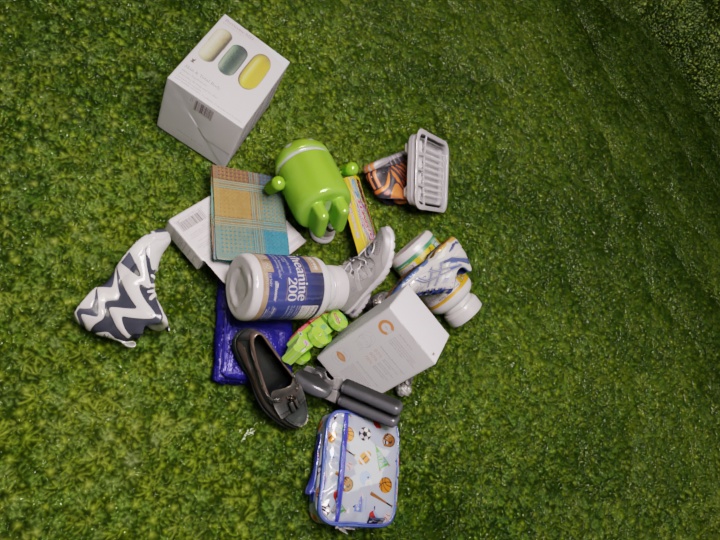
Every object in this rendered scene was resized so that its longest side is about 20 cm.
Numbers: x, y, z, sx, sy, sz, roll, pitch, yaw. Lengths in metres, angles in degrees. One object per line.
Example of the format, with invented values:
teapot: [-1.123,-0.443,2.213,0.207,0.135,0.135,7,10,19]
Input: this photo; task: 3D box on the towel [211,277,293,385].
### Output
towel: [-0.187,0.104,0.936,0.147,0.050,0.201,9,67,-25]

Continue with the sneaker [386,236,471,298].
sneaker: [0.142,0.019,1.019,0.200,0.075,0.088,-38,92,-21]

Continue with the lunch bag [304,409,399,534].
lunch bag: [-0.013,0.355,0.923,0.159,0.076,0.201,15,63,-21]

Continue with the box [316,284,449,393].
box: [0.039,0.139,0.947,0.125,0.200,0.097,51,34,-3]

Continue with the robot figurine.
robot figurine: [-0.092,-0.164,0.987,0.174,0.116,0.201,-17,65,-20]

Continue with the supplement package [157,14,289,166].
supplement package: [-0.264,-0.342,1.004,0.151,0.151,0.201,33,59,-14]

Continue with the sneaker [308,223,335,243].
sneaker: [-0.065,-0.160,1.090,0.073,0.080,0.201,6,67,-25]

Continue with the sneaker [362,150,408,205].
sneaker: [0.092,-0.214,1.209,0.199,0.077,0.113,-29,100,-37]

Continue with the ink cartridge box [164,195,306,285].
ink cartridge box: [-0.227,-0.064,0.968,0.176,0.045,0.200,49,50,-2]

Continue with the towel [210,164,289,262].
towel: [-0.205,-0.098,0.961,0.146,0.022,0.201,7,60,-32]

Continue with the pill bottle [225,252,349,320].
pill bottle: [-0.120,0.029,0.902,0.199,0.111,0.112,2,70,-40]

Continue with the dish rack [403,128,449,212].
dish rack: [0.150,-0.222,1.192,0.200,0.043,0.173,-4,96,-60]

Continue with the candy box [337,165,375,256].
candy box: [-0.003,-0.116,1.105,0.102,0.026,0.201,15,57,-67]

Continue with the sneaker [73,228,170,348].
sneaker: [-0.348,0.038,0.855,0.129,0.079,0.200,39,57,-12]

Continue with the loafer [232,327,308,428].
loafer: [-0.144,0.186,0.872,0.072,0.063,0.201,-39,105,-34]

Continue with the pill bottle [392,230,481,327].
pill bottle: [0.168,0.022,1.127,0.200,0.113,0.113,49,56,-3]

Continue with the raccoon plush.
raccoon plush: [0.063,0.136,1.030,0.133,0.097,0.201,19,63,-25]

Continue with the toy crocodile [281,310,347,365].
toy crocodile: [-0.083,0.112,0.942,0.062,0.068,0.200,48,29,4]

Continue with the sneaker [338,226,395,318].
sneaker: [0.000,0.000,1.005,0.082,0.201,0.075,23,18,-18]

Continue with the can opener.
can opener: [-0.025,0.227,0.924,0.199,0.053,0.066,18,23,11]
